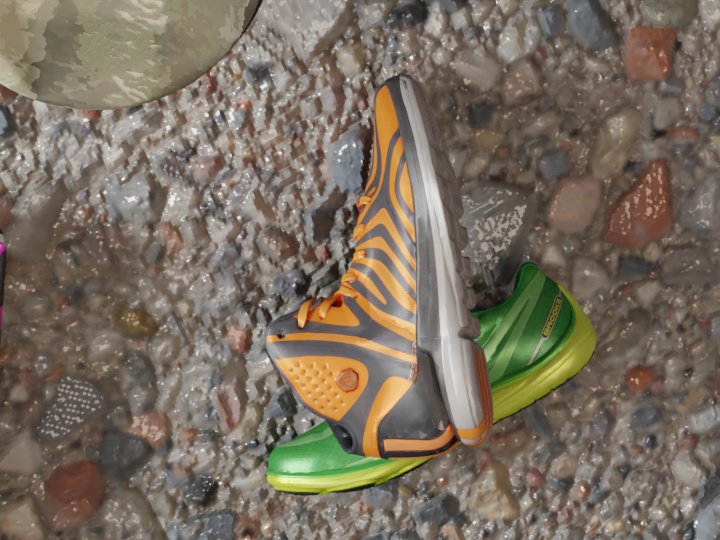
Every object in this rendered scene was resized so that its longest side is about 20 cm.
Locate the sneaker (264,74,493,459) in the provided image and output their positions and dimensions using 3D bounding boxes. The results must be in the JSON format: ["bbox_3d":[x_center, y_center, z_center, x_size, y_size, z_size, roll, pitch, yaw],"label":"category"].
[{"bbox_3d":[0.000,0.000,0.857,0.111,0.078,0.202,-10,75,12],"label":"sneaker"}]

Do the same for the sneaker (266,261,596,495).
[{"bbox_3d":[0.033,0.063,0.917,0.199,0.074,0.084,-29,84,-2],"label":"sneaker"}]

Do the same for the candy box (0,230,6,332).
[{"bbox_3d":[-0.253,0.072,0.820,0.135,0.061,0.202,1,107,-19],"label":"candy box"}]

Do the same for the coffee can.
[{"bbox_3d":[-0.129,-0.161,0.712,0.145,0.200,0.148,-5,109,-16],"label":"coffee can"}]
